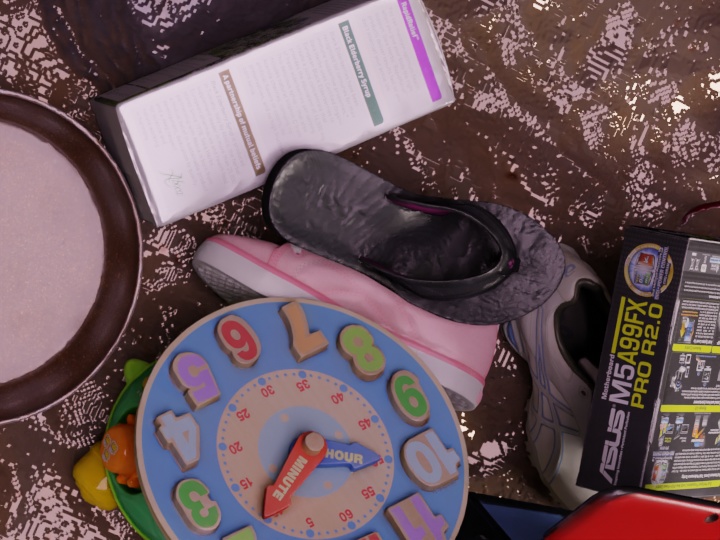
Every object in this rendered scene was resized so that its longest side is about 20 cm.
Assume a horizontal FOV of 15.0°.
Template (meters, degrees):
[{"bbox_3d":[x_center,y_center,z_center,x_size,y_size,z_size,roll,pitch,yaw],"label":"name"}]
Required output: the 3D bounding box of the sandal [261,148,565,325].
[{"bbox_3d":[0.036,-0.015,1.614,0.199,0.048,0.076,17,90,-24],"label":"sandal"}]

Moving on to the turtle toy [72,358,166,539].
[{"bbox_3d":[-0.073,0.126,1.620,0.146,0.101,0.200,-42,81,-9],"label":"turtle toy"}]

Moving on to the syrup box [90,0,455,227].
[{"bbox_3d":[-0.052,-0.102,1.635,0.199,0.079,0.082,-23,103,-14],"label":"syrup box"}]

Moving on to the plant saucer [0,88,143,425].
[{"bbox_3d":[-0.228,-0.009,1.610,0.199,0.034,0.202,-2,98,-13],"label":"plant saucer"}]

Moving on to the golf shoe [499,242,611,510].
[{"bbox_3d":[0.144,0.083,1.710,0.078,0.097,0.201,-25,104,-14],"label":"golf shoe"}]

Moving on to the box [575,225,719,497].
[{"bbox_3d":[0.206,0.059,1.689,0.200,0.044,0.161,4,98,-61],"label":"box"}]

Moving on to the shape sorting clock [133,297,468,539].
[{"bbox_3d":[-0.031,0.104,1.563,0.199,0.039,0.201,9,63,-17],"label":"shape sorting clock"}]

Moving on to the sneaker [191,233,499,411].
[{"bbox_3d":[0.000,0.000,1.671,0.199,0.075,0.105,26,77,-13],"label":"sneaker"}]

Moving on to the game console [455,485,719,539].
[{"bbox_3d":[0.161,0.147,1.613,0.199,0.172,0.119,13,110,-32],"label":"game console"}]

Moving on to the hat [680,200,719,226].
[{"bbox_3d":[0.347,-0.054,1.794,0.200,0.175,0.166,45,47,-36],"label":"hat"}]
